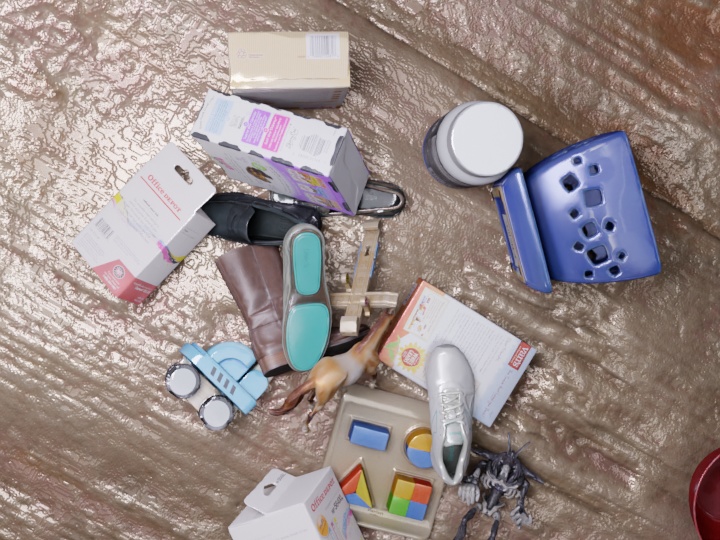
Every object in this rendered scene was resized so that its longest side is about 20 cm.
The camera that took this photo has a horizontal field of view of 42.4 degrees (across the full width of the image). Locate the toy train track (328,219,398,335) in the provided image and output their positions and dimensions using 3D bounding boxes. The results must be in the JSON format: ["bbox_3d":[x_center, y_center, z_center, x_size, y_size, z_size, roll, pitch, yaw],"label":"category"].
[{"bbox_3d":[0.000,0.000,1.296,0.114,0.033,0.201,-2,50,19],"label":"toy train track"}]

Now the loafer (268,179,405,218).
[{"bbox_3d":[-0.032,-0.109,1.333,0.199,0.063,0.072,1,93,-5],"label":"loafer"}]

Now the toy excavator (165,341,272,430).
[{"bbox_3d":[-0.154,0.145,1.327,0.194,0.100,0.200,44,79,-5],"label":"toy excavator"}]

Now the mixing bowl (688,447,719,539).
[{"bbox_3d":[0.570,0.337,1.381,0.199,0.108,0.201,0,93,-4],"label":"mixing bowl"}]

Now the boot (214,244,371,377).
[{"bbox_3d":[-0.094,0.035,1.327,0.186,0.064,0.201,-14,68,-28],"label":"boot"}]

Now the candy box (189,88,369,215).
[{"bbox_3d":[-0.103,-0.155,1.242,0.199,0.168,0.072,18,80,14],"label":"candy box"}]

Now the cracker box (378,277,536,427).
[{"bbox_3d":[0.137,0.119,1.361,0.199,0.058,0.134,32,92,-5],"label":"cracker box"}]

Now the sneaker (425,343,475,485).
[{"bbox_3d":[0.131,0.204,1.302,0.070,0.080,0.201,-4,97,1],"label":"sneaker"}]

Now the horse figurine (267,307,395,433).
[{"bbox_3d":[-0.030,0.145,1.262,0.200,0.133,0.050,-26,58,-35],"label":"horse figurine"}]

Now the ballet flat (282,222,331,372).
[{"bbox_3d":[-0.074,0.034,1.252,0.067,0.064,0.201,-1,101,-13],"label":"ballet flat"}]

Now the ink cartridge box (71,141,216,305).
[{"bbox_3d":[-0.286,-0.066,1.287,0.200,0.067,0.117,-45,70,3],"label":"ink cartridge box"}]

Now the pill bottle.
[{"bbox_3d":[0.153,-0.172,1.277,0.113,0.200,0.114,0,93,-5],"label":"pill bottle"}]

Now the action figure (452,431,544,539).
[{"bbox_3d":[0.195,0.340,1.356,0.118,0.102,0.201,22,92,6],"label":"action figure"}]

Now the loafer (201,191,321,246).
[{"bbox_3d":[-0.155,-0.070,1.304,0.199,0.070,0.068,6,108,12],"label":"loafer"}]

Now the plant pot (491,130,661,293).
[{"bbox_3d":[0.290,-0.073,1.300,0.179,0.200,0.201,-15,94,3],"label":"plant pot"}]

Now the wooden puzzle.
[{"bbox_3d":[0.041,0.285,1.367,0.184,0.046,0.201,15,91,-5],"label":"wooden puzzle"}]

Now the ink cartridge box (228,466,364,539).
[{"bbox_3d":[-0.082,0.382,1.303,0.125,0.129,0.201,-22,96,19],"label":"ink cartridge box"}]

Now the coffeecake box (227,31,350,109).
[{"bbox_3d":[-0.096,-0.265,1.252,0.153,0.200,0.073,-2,92,-5],"label":"coffeecake box"}]
